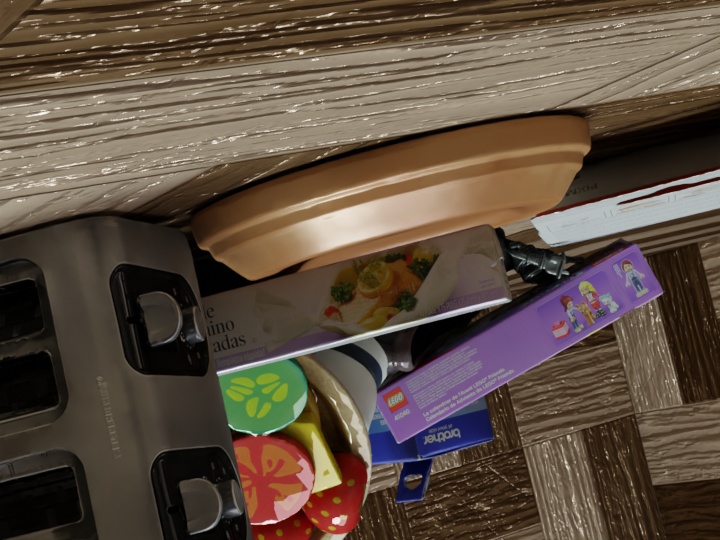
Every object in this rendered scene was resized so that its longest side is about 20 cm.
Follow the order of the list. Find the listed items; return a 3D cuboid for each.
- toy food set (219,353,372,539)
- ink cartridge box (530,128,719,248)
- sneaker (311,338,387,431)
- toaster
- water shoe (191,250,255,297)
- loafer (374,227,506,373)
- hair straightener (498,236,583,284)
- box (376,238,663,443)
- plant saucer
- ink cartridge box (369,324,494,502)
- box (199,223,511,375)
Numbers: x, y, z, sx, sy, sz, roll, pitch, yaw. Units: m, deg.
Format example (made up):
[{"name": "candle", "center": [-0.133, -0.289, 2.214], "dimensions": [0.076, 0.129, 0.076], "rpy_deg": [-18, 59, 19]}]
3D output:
[{"name": "toy food set", "center": [-0.093, 0.111, 0.896], "dimensions": [0.198, 0.199, 0.049], "rpy_deg": [-19, -149, 9]}, {"name": "ink cartridge box", "center": [0.177, -0.059, 0.969], "dimensions": [0.161, 0.051, 0.200], "rpy_deg": [-14, 172, 9]}, {"name": "sneaker", "center": [-0.086, 0.060, 0.973], "dimensions": [0.198, 0.081, 0.077], "rpy_deg": [10, 146, 17]}, {"name": "toaster", "center": [-0.159, 0.082, 0.739], "dimensions": [0.198, 0.183, 0.119], "rpy_deg": [-14, 172, 8]}, {"name": "water shoe", "center": [-0.035, 0.012, 0.907], "dimensions": [0.198, 0.072, 0.079], "rpy_deg": [-14, -174, 3]}, {"name": "loafer", "center": [0.055, 0.022, 1.122], "dimensions": [0.063, 0.073, 0.200], "rpy_deg": [6, -153, 35]}, {"name": "hair straightener", "center": [0.098, 0.001, 1.060], "dimensions": [0.076, 0.041, 0.200], "rpy_deg": [15, -178, 23]}, {"name": "box", "center": [0.106, 0.045, 1.121], "dimensions": [0.199, 0.039, 0.137], "rpy_deg": [-30, 180, 6]}, {"name": "plant saucer", "center": [0.018, -0.030, 0.797], "dimensions": [0.198, 0.038, 0.200], "rpy_deg": [-13, 177, -1]}, {"name": "ink cartridge box", "center": [0.035, 0.084, 1.339], "dimensions": [0.076, 0.202, 0.136], "rpy_deg": [-12, 176, -25]}, {"name": "box", "center": [-0.025, 0.020, 0.804], "dimensions": [0.198, 0.039, 0.041], "rpy_deg": [-15, 175, 8]}]
